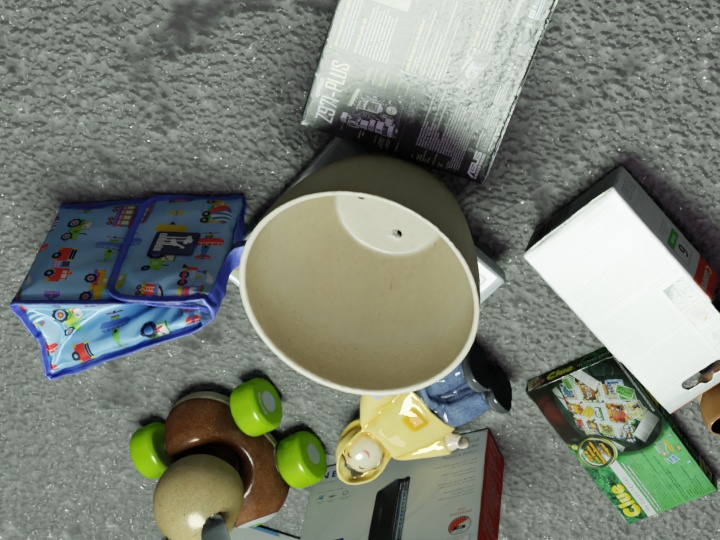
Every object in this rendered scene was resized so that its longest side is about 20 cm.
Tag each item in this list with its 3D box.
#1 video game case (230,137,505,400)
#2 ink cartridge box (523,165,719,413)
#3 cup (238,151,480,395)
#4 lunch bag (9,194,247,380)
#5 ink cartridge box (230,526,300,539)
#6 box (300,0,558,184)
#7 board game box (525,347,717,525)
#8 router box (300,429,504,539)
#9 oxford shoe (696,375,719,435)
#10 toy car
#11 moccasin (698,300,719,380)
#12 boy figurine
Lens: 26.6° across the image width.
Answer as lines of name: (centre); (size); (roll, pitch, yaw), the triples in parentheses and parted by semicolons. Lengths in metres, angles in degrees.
video game case: (0.000, 0.000, 1.388); (0.200, 0.022, 0.182); (40, 117, -11)
ink cartridge box: (0.250, 0.019, 1.340); (0.200, 0.050, 0.109); (47, 123, -9)
cup: (0.013, -0.018, 1.273); (0.198, 0.144, 0.202); (8, 127, 11)
lunch bag: (-0.188, 0.004, 1.367); (0.198, 0.151, 0.095); (-9, 125, 17)
ink cartridge box: (-0.129, 0.400, 1.659); (0.145, 0.147, 0.201); (18, 128, -5)
box: (0.057, -0.192, 1.216); (0.162, 0.087, 0.201); (17, 128, -3)
board game box: (0.256, 0.162, 1.491); (0.104, 0.024, 0.200); (-26, 118, 24)
router box: (0.037, 0.255, 1.500); (0.198, 0.180, 0.049); (-16, 123, 20)
oxford shoe: (0.414, 0.131, 1.410); (0.197, 0.072, 0.072); (-5, 125, 11)
toy car: (-0.146, 0.233, 1.501); (0.163, 0.201, 0.158); (-25, 119, 26)
moccasin: (0.367, 0.025, 1.337); (0.077, 0.074, 0.203); (10, 126, -15)
boy figurine: (0.046, 0.141, 1.486); (0.199, 0.065, 0.124); (-31, 118, 24)
